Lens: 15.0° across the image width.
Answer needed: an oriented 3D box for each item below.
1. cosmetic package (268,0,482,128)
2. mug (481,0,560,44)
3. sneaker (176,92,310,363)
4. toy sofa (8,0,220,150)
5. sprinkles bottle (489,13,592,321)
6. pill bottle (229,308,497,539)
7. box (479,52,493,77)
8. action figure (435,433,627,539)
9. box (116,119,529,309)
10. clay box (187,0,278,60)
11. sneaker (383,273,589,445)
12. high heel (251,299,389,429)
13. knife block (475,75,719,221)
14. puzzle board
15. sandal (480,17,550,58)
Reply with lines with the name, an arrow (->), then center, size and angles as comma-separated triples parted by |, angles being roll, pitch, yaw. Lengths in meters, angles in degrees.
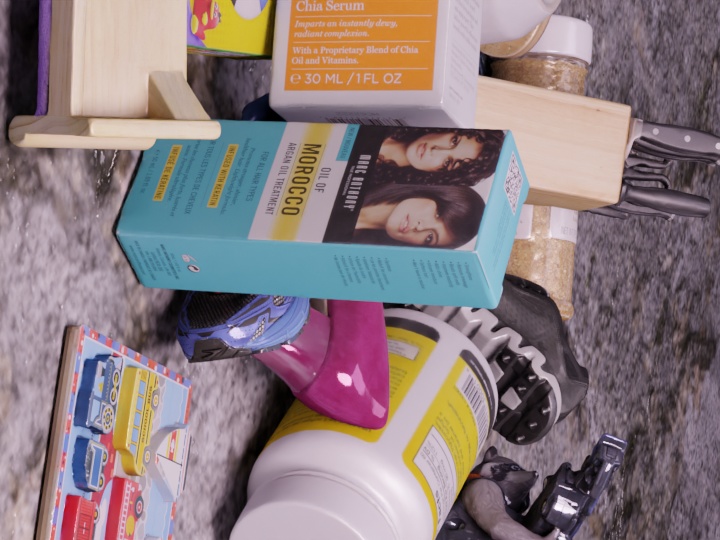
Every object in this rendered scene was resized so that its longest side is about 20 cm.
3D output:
cosmetic package -> 0.014, -0.177, 1.499 | 0.071, 0.101, 0.200 | 36, 56, -70
mug -> 0.043, -0.211, 1.631 | 0.149, 0.153, 0.187 | 46, 49, -62
sneaker -> -0.064, -0.024, 1.506 | 0.200, 0.075, 0.078 | -75, 149, -49
toy sofa -> -0.126, -0.158, 1.316 | 0.083, 0.098, 0.200 | -2, 95, -45
sprinkles bottle -> 0.114, -0.068, 1.810 | 0.068, 0.068, 0.200 | 18, 75, -69
pill bottle -> 0.001, 0.119, 1.616 | 0.200, 0.114, 0.114 | -56, 143, -53
box -> 0.051, -0.101, 1.810 | 0.200, 0.051, 0.158 | 70, 31, -44
action figure -> 0.074, 0.166, 1.664 | 0.200, 0.105, 0.193 | -60, -179, 33
box -> -0.020, -0.031, 1.419 | 0.049, 0.200, 0.082 | 67, 32, -49
clay box -> -0.076, -0.173, 1.468 | 0.200, 0.048, 0.115 | -5, 97, -68
sneaker -> 0.074, 0.023, 1.738 | 0.090, 0.200, 0.066 | -13, 150, -54
high heel -> 0.000, 0.000, 1.600 | 0.096, 0.067, 0.200 | 36, 43, -15
knife block -> 0.128, -0.076, 1.695 | 0.200, 0.176, 0.064 | 19, 78, -61
puzzle board -> -0.127, 0.141, 1.417 | 0.151, 0.017, 0.200 | 34, 61, -66
sandal -> 0.107, -0.240, 1.744 | 0.070, 0.078, 0.212 | -6, 110, -73
